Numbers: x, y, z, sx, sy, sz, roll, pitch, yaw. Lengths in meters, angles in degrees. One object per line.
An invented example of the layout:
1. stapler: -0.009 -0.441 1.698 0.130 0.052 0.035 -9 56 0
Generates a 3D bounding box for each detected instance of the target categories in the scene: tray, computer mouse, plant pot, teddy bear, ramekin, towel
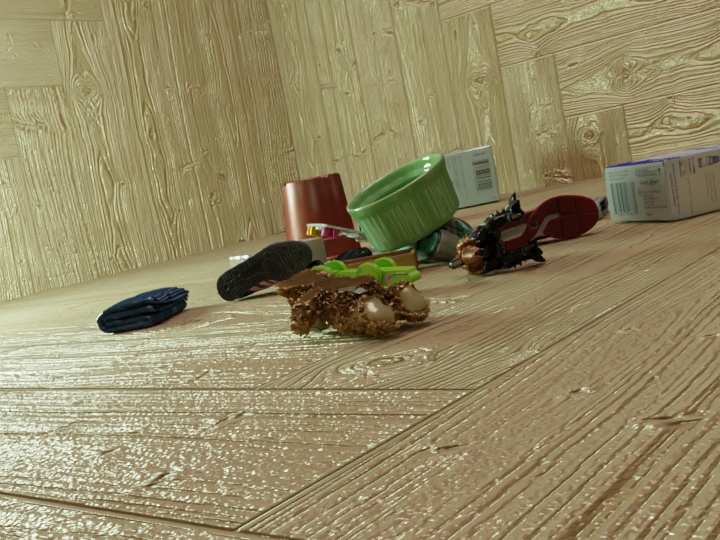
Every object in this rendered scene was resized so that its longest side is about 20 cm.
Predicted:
1. tray: 0.000 0.000 1.529 0.196 0.038 0.099 -12 6 7
2. computer mouse: -0.056 -0.006 1.770 0.197 0.034 0.059 -14 20 38
3. plant pot: -0.104 -0.125 2.160 0.197 0.199 0.201 -11 5 1
4. teddy bear: -0.011 0.046 1.017 0.197 0.068 0.145 0 20 31
5. ramekin: 0.082 -0.118 1.609 0.198 0.099 0.200 -28 15 8
6. towel: -0.380 0.065 1.575 0.109 0.050 0.200 -11 6 7

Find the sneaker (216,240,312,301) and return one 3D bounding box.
1. sneaker: -0.165 -0.007 1.622 0.197 0.071 0.082 -20 1 21

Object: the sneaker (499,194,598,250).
1. sneaker: 0.310 -0.088 1.576 0.196 0.080 0.116 -11 7 -6

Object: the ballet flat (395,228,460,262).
1. ballet flat: 0.124 -0.039 1.619 0.063 0.069 0.199 16 -3 -19

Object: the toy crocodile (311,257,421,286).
1. toy crocodile: -0.008 0.018 1.289 0.196 0.063 0.067 -4 7 23

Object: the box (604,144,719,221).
1. box: 0.568 -0.156 1.580 0.196 0.107 0.184 -12 6 -17

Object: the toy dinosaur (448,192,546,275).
1. toy dinosaur: 0.186 -0.027 1.290 0.134 0.103 0.201 -25 20 16

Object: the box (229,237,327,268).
1. box: -0.168 -0.016 1.859 0.198 0.070 0.081 -15 7 -39

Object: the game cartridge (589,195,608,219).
1. game cartridge: 0.443 -0.122 1.866 0.131 0.042 0.200 -14 4 21

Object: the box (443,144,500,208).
1. box: 0.395 -0.336 3.246 0.196 0.203 0.171 -10 5 8

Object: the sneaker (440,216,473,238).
1. sneaker: 0.171 -0.071 1.713 0.090 0.079 0.199 -9 6 -25

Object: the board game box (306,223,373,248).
1. board game box: -0.007 -0.070 1.940 0.196 0.026 0.200 11 0 -14

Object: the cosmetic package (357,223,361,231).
1. cosmetic package: 0.044 -0.148 2.582 0.085 0.106 0.200 -9 4 8
